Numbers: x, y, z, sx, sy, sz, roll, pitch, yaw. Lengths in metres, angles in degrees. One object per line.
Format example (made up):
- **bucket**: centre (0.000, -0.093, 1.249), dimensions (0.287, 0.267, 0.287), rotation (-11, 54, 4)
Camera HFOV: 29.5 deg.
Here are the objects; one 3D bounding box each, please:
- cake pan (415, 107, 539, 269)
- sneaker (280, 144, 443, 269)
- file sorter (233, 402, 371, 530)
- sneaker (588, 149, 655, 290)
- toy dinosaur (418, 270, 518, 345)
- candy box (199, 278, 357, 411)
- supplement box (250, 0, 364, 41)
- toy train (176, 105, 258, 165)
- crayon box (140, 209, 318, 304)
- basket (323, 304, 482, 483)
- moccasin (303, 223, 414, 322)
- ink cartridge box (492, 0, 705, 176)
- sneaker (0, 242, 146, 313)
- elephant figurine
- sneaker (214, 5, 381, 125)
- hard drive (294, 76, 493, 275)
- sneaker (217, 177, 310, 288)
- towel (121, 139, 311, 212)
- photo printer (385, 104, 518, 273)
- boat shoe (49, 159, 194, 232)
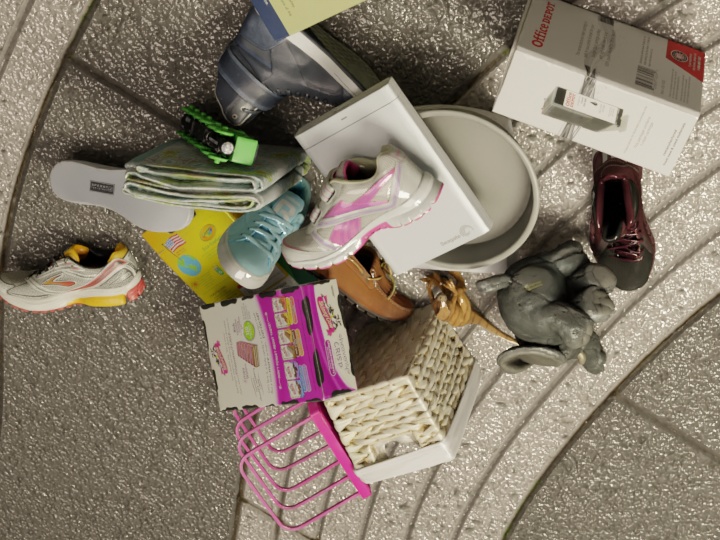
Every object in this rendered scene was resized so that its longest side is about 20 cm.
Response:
- **cake pan**: centre (0.103, -0.094, 1.521), dimensions (0.199, 0.037, 0.201), rotation (8, 124, 13)
- **sneaker**: centre (-0.012, -0.074, 1.474), dimensions (0.200, 0.081, 0.088), rotation (-29, 108, 23)
- **file sorter**: centre (-0.083, 0.212, 1.743), dimensions (0.125, 0.200, 0.139), rotation (-29, 114, 5)
- **sneaker**: centre (0.288, -0.041, 1.545), dimensions (0.075, 0.116, 0.201), rotation (-4, 121, 18)
- **toy dinosaur**: centre (0.119, 0.046, 1.670), dimensions (0.060, 0.200, 0.107), rotation (-29, 68, 23)
- **candy box**: centre (-0.100, 0.091, 1.638), dimensions (0.200, 0.061, 0.137), rotation (-11, 90, 46)
- **supplement box**: centre (-0.037, -0.379, 1.398), dimensions (0.199, 0.134, 0.200), rotation (-20, 115, 26)
- **toy train**: centre (-0.164, -0.154, 1.565), dimensions (0.056, 0.200, 0.042), rotation (11, 100, -22)
- **crayon box**: centre (-0.162, -0.015, 1.725), dimensions (0.127, 0.051, 0.200), rotation (-32, 111, 30)
- **basket**: centre (0.053, 0.146, 1.686), dimensions (0.135, 0.200, 0.124), rotation (-19, 111, 24)
- **moccasin**: centre (-0.001, -0.001, 1.660), dimensions (0.201, 0.074, 0.078), rotation (37, 92, -33)
- **ink cartridge box**: centre (0.250, -0.198, 1.433), dimensions (0.199, 0.147, 0.083), rotation (21, 128, 2)
- **sneaker**: centre (-0.383, 0.001, 1.790), dimensions (0.199, 0.078, 0.082), rotation (-6, 117, 8)
- **elephant figurine**: centre (0.219, 0.067, 1.620), dimensions (0.155, 0.141, 0.200), rotation (41, 153, 15)
- **sneaker**: centre (-0.071, -0.200, 1.553), dimensions (0.202, 0.077, 0.146), rotation (40, 113, -1)
- **hard drive**: centre (0.037, -0.100, 1.500), dimensions (0.132, 0.027, 0.200), rotation (-26, 112, 30)
- **sneaker**: centre (-0.107, -0.056, 1.594), dimensions (0.074, 0.200, 0.082), rotation (34, 121, -9)
- **towel**: centre (-0.164, -0.111, 1.574), dimensions (0.170, 0.200, 0.048), rotation (7, 107, 12)
- **photo printer**: centre (0.100, -0.098, 1.587), dimensions (0.166, 0.070, 0.201), rotation (3, 123, 15)
- **boat shoe**: centre (-0.286, -0.098, 1.681), dimensions (0.199, 0.057, 0.069), rotation (17, 102, 19)
